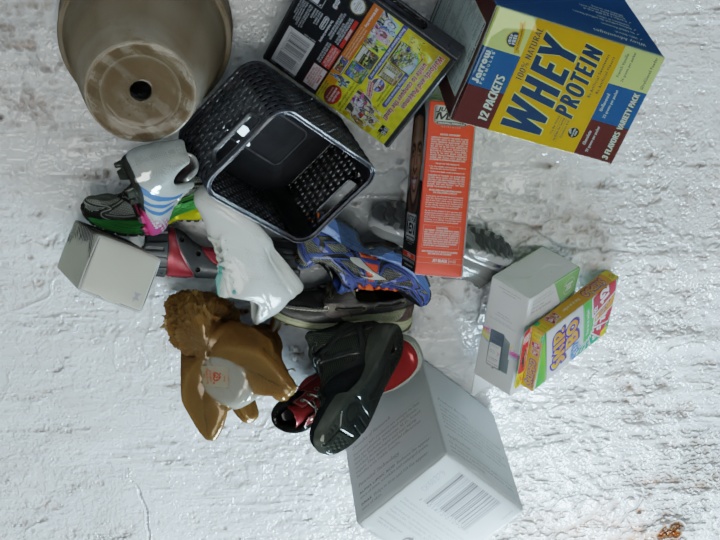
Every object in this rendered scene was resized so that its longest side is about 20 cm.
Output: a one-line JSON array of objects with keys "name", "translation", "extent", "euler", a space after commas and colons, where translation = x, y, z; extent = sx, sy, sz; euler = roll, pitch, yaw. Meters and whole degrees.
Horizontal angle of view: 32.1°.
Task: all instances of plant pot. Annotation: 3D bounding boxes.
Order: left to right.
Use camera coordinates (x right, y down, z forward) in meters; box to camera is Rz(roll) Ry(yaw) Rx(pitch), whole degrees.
[{"name": "plant pot", "translation": [-0.235, -0.233, 1.356], "extent": [0.198, 0.174, 0.201], "euler": [-3, 124, -5]}]

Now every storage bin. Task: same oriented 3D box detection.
[{"name": "storage bin", "translation": [-0.094, -0.133, 1.442], "extent": [0.135, 0.094, 0.200], "euler": [-43, 143, 14]}]

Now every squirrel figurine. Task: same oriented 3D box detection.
[{"name": "squirrel figurine", "translation": [-0.163, 0.093, 1.604], "extent": [0.141, 0.187, 0.200], "euler": [-38, 93, 19]}]

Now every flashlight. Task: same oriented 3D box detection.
[{"name": "flashlight", "translation": [-0.176, -0.021, 1.578], "extent": [0.198, 0.068, 0.068], "euler": [2, 144, -13]}]

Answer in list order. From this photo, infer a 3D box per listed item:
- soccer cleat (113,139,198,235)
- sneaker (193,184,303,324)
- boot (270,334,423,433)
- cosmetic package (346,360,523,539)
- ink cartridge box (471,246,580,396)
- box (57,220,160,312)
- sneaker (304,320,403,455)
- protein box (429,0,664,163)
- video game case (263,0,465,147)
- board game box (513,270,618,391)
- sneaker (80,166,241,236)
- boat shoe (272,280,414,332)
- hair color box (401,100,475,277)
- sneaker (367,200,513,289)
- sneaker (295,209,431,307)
[{"name": "soccer cleat", "translation": [-0.216, -0.091, 1.386], "extent": [0.086, 0.200, 0.070], "euler": [-23, 82, -9]}, {"name": "sneaker", "translation": [-0.148, -0.012, 1.491], "extent": [0.089, 0.075, 0.200], "euler": [-45, 127, -11]}, {"name": "boot", "translation": [-0.019, 0.154, 1.638], "extent": [0.199, 0.144, 0.073], "euler": [-27, 93, 30]}, {"name": "cosmetic package", "translation": [0.094, 0.269, 1.724], "extent": [0.165, 0.201, 0.165], "euler": [-41, 119, 19]}, {"name": "ink cartridge box", "translation": [0.217, 0.084, 1.660], "extent": [0.117, 0.067, 0.201], "euler": [-28, 137, -40]}, {"name": "box", "translation": [-0.301, -0.008, 1.482], "extent": [0.082, 0.200, 0.069], "euler": [22, 89, -23]}, {"name": "sneaker", "translation": [-0.033, 0.141, 1.562], "extent": [0.113, 0.200, 0.077], "euler": [8, 142, 28]}, {"name": "protein box", "translation": [0.194, -0.246, 1.383], "extent": [0.197, 0.201, 0.136], "euler": [13, 122, -16]}, {"name": "video game case", "translation": [-0.002, -0.239, 1.376], "extent": [0.180, 0.026, 0.200], "euler": [35, 149, -5]}, {"name": "board game box", "translation": [0.271, 0.081, 1.648], "extent": [0.199, 0.030, 0.096], "euler": [-29, 137, -38]}, {"name": "sneaker", "translation": [-0.241, -0.100, 1.515], "extent": [0.198, 0.078, 0.086], "euler": [-14, 119, -8]}, {"name": "boat shoe", "translation": [-0.022, 0.037, 1.635], "extent": [0.199, 0.072, 0.066], "euler": [6, 118, -17]}, {"name": "hair color box", "translation": [0.092, -0.098, 1.485], "extent": [0.061, 0.102, 0.202], "euler": [4, 95, -8]}, {"name": "sneaker", "translation": [0.095, -0.023, 1.601], "extent": [0.199, 0.075, 0.082], "euler": [21, 124, -17]}, {"name": "sneaker", "translation": [0.000, 0.000, 1.590], "extent": [0.199, 0.075, 0.079], "euler": [28, 80, -13]}]
